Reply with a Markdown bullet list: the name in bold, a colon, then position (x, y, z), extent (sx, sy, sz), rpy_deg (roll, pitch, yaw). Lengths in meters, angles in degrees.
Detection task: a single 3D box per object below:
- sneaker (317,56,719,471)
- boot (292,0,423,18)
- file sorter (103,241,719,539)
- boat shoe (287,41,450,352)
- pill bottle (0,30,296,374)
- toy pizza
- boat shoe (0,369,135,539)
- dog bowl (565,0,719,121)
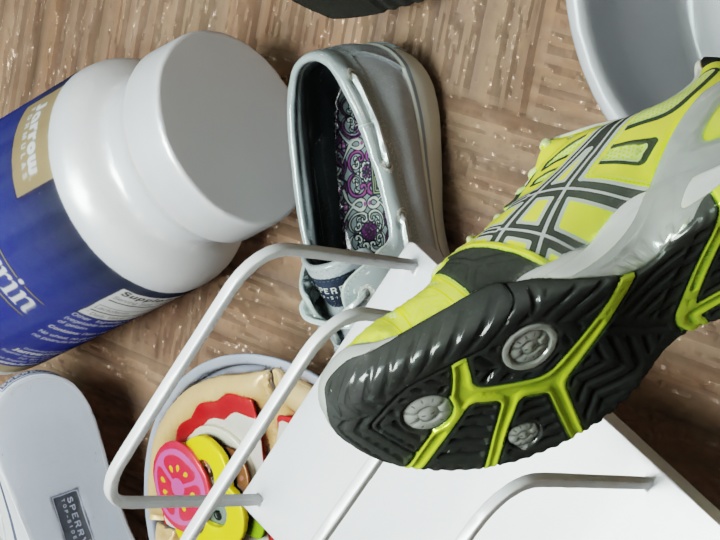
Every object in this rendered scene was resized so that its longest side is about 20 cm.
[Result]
- **sneaker**: position (0.073, -0.001, 0.762), extent (0.200, 0.075, 0.076), rpy_deg (-28, 46, -7)
- **boot**: position (0.039, -0.208, 0.943), extent (0.200, 0.077, 0.139), rpy_deg (-28, 67, 24)
- **file sorter**: position (0.020, 0.098, 0.837), extent (0.200, 0.124, 0.139), rpy_deg (44, 109, 30)
- **boat shoe**: position (0.001, -0.001, 0.969), extent (0.070, 0.071, 0.201), rpy_deg (-11, 85, 40)
- **pill bottle**: position (-0.125, -0.032, 1.052), extent (0.200, 0.116, 0.116), rpy_deg (-25, 74, 38)
- **toy pizza**: position (-0.035, 0.135, 0.994), extent (0.200, 0.032, 0.201), rpy_deg (19, 119, 39)
- **boat shoe**: position (-0.141, 0.146, 1.107), extent (0.065, 0.073, 0.200), rpy_deg (175, 85, -74)
- **dog bowl**: position (0.176, -0.116, 0.810), extent (0.200, 0.079, 0.200), rpy_deg (0, 90, 41)
